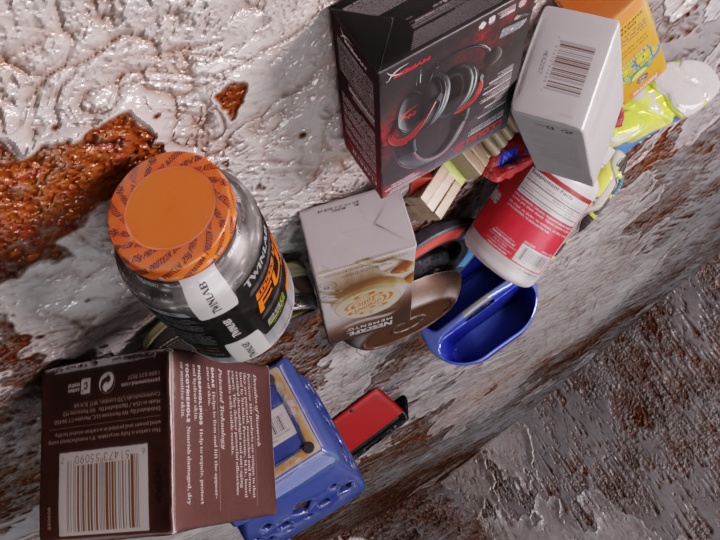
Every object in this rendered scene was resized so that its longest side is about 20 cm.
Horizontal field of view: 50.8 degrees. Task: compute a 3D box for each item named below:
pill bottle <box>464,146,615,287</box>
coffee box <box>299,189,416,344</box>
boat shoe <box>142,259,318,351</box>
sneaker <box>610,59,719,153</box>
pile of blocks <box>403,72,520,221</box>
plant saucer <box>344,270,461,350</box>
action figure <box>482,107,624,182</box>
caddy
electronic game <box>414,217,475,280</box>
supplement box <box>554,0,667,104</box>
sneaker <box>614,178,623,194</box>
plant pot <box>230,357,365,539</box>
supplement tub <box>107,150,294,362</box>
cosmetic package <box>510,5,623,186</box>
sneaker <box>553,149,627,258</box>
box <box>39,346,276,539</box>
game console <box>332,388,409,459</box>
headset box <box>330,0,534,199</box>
[{"bbox_3d":[0.227,-0.090,0.959,0.111,0.112,0.202,4,123,-56],"label":"pill bottle"},{"bbox_3d":[0.000,0.000,0.862,0.111,0.081,0.201,-15,155,-4],"label":"coffee box"},{"bbox_3d":[-0.137,0.056,0.827,0.197,0.067,0.072,-26,160,-17],"label":"boat shoe"},{"bbox_3d":[0.379,-0.212,1.019,0.196,0.077,0.105,-22,168,-10],"label":"sneaker"},{"bbox_3d":[0.108,-0.142,0.803,0.200,0.082,0.062,-45,114,4],"label":"pile of blocks"},{"bbox_3d":[0.064,0.065,1.089,0.196,0.033,0.201,-24,163,-8],"label":"plant saucer"},{"bbox_3d":[0.199,-0.154,0.869,0.196,0.066,0.052,-25,146,1],"label":"action figure"},{"bbox_3d":[0.186,0.062,1.195,0.198,0.143,0.105,-36,163,5],"label":"caddy"},{"bbox_3d":[0.090,-0.003,1.059,0.197,0.042,0.201,-29,157,-13],"label":"electronic game"},{"bbox_3d":[0.264,-0.244,0.783,0.066,0.070,0.199,-40,159,19],"label":"supplement box"},{"bbox_3d":[0.290,-0.095,1.108,0.197,0.078,0.081,-31,-175,21],"label":"sneaker"},{"bbox_3d":[-0.127,0.259,1.092,0.197,0.202,0.181,-29,152,-8],"label":"plant pot"},{"bbox_3d":[-0.129,-0.006,0.640,0.121,0.124,0.201,-31,158,-6],"label":"supplement tub"},{"bbox_3d":[0.205,-0.160,0.734,0.104,0.073,0.200,-69,160,-2],"label":"cosmetic package"},{"bbox_3d":[0.276,-0.088,1.024,0.201,0.076,0.075,-51,174,29],"label":"sneaker"},{"bbox_3d":[-0.205,0.184,0.795,0.162,0.169,0.199,-11,165,20],"label":"box"},{"bbox_3d":[-0.006,0.315,1.601,0.198,0.120,0.173,-37,-171,10],"label":"game console"},{"bbox_3d":[0.059,-0.161,0.651,0.146,0.076,0.201,-30,157,-11],"label":"headset box"}]
